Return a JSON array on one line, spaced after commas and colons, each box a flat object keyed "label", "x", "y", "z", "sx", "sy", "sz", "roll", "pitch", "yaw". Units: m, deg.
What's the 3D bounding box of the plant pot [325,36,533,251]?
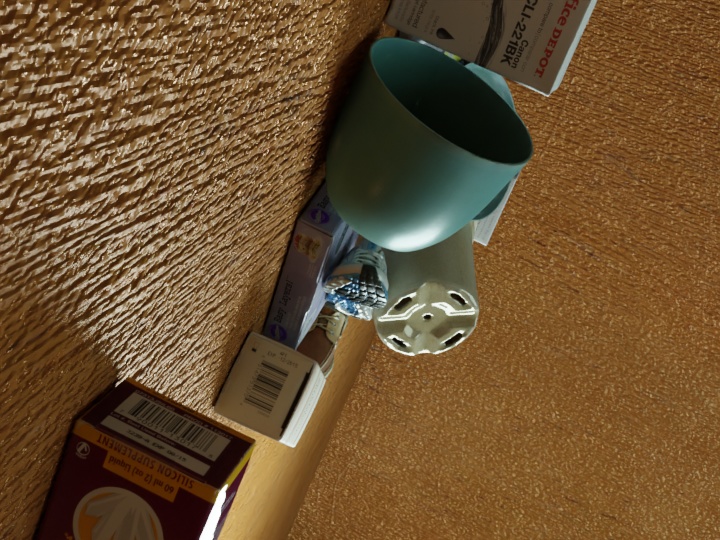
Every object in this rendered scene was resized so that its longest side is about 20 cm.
[{"label": "plant pot", "x": 0.054, "y": -0.119, "z": 1.211, "sx": 0.161, "sy": 0.200, "sz": 0.201, "roll": -53, "pitch": -179, "yaw": 30}]

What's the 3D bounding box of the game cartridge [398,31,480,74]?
[{"label": "game cartridge", "x": 0.106, "y": -0.264, "z": 1.446, "sx": 0.133, "sy": 0.041, "sz": 0.200, "roll": -38, "pitch": 154, "yaw": -8}]

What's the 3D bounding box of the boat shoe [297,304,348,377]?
[{"label": "boat shoe", "x": -0.059, "y": 0.080, "z": 1.623, "sx": 0.201, "sy": 0.075, "sz": 0.072, "roll": -74, "pitch": -179, "yaw": -56}]

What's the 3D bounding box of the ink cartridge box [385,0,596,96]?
[{"label": "ink cartridge box", "x": 0.147, "y": -0.294, "z": 1.235, "sx": 0.084, "sy": 0.199, "sz": 0.145, "roll": -50, "pitch": 164, "yaw": -71}]

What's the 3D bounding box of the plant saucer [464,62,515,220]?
[{"label": "plant saucer", "x": 0.141, "y": -0.165, "z": 1.473, "sx": 0.199, "sy": 0.027, "sz": 0.202, "roll": -10, "pitch": 103, "yaw": -51}]

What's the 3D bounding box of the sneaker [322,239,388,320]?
[{"label": "sneaker", "x": 0.000, "y": 0.000, "z": 1.349, "sx": 0.200, "sy": 0.074, "sz": 0.087, "roll": 133, "pitch": -23, "yaw": -79}]

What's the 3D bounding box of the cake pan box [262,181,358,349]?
[{"label": "cake pan box", "x": -0.043, "y": -0.026, "z": 1.376, "sx": 0.185, "sy": 0.052, "sz": 0.201, "roll": -57, "pitch": 170, "yaw": -48}]

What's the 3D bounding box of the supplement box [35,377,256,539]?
[{"label": "supplement box", "x": -0.166, "y": 0.196, "z": 0.822, "sx": 0.086, "sy": 0.110, "sz": 0.201, "roll": -49, "pitch": 162, "yaw": -70}]

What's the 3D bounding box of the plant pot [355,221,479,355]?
[{"label": "plant pot", "x": 0.072, "y": 0.001, "z": 1.497, "sx": 0.184, "sy": 0.199, "sz": 0.201, "roll": -100, "pitch": -158, "yaw": -45}]

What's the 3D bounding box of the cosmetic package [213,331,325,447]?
[{"label": "cosmetic package", "x": -0.102, "y": 0.145, "z": 1.357, "sx": 0.200, "sy": 0.087, "sz": 0.104, "roll": 82, "pitch": 32, "yaw": -81}]

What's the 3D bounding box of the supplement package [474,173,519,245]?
[{"label": "supplement package", "x": 0.134, "y": -0.146, "z": 1.766, "sx": 0.120, "sy": 0.199, "sz": 0.122, "roll": -54, "pitch": 168, "yaw": -66}]
